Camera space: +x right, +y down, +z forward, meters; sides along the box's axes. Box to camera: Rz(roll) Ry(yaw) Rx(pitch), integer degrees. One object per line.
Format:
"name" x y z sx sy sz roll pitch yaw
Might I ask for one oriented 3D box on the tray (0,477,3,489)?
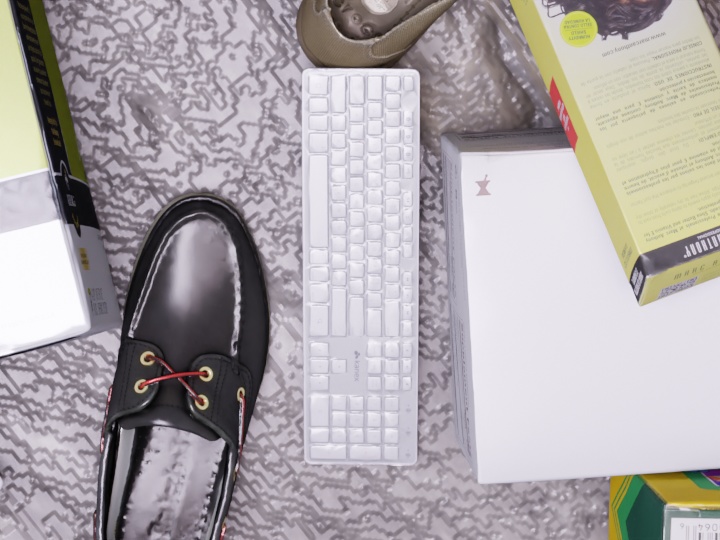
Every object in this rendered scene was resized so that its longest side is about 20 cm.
"tray" -0.279 0.071 1.420 0.200 0.022 0.107 44 92 -7

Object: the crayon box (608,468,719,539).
"crayon box" 0.226 0.124 1.377 0.199 0.173 0.059 2 94 -3

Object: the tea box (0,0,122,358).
"tea box" -0.196 -0.053 1.310 0.133 0.200 0.198 -13 89 -1

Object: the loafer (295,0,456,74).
"loafer" 0.047 -0.170 1.384 0.076 0.067 0.200 36 94 -7

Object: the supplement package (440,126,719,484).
"supplement package" 0.143 0.010 1.391 0.199 0.111 0.157 -4 97 -2

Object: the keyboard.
"keyboard" 0.000 0.000 1.413 0.056 0.011 0.201 -1 108 -4

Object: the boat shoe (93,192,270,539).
"boat shoe" -0.085 0.065 1.411 0.073 0.063 0.203 9 95 -2

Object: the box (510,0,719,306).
"box" 0.120 -0.091 1.311 0.075 0.050 0.201 -21 76 -8
